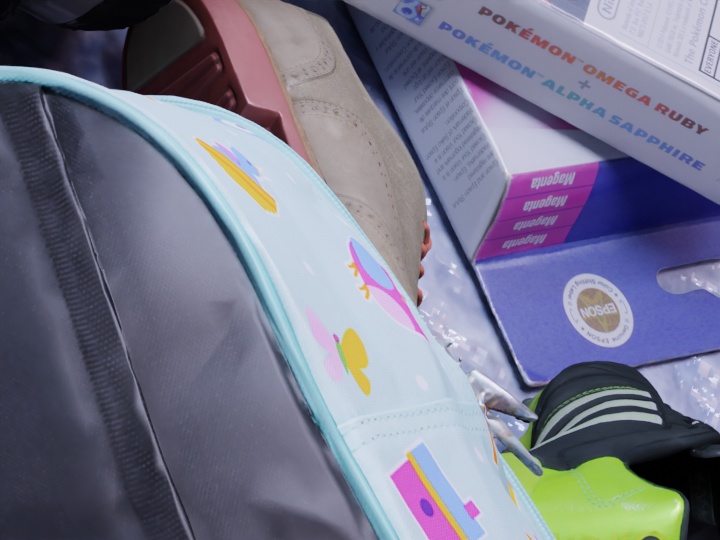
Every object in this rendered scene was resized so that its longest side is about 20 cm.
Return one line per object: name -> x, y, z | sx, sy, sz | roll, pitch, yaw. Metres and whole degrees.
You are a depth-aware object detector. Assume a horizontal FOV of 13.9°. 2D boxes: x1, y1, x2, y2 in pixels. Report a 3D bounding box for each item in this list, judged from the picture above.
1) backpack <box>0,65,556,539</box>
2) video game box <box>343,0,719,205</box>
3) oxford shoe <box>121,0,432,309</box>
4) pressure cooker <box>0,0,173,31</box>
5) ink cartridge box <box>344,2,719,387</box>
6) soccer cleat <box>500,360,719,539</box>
backpack -> -0.049, 0.066, 0.534 | 0.201, 0.175, 0.153 | 61, 19, 2
video game box -> 0.070, -0.139, 0.954 | 0.182, 0.047, 0.200 | 29, 48, -12
oxford shoe -> 0.000, 0.000, 0.857 | 0.075, 0.070, 0.201 | -4, 64, -40
pressure cooker -> -0.119, -0.179, 0.824 | 0.199, 0.176, 0.179 | 26, 40, -23
ink cartridge box -> 0.096, -0.071, 0.983 | 0.196, 0.043, 0.201 | -10, 65, -37
soccer cleat -> 0.074, 0.064, 0.809 | 0.200, 0.081, 0.068 | -25, 108, -73
